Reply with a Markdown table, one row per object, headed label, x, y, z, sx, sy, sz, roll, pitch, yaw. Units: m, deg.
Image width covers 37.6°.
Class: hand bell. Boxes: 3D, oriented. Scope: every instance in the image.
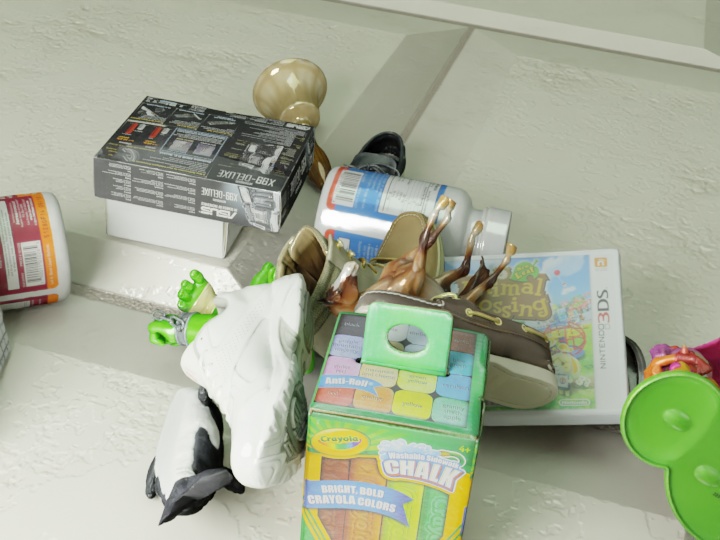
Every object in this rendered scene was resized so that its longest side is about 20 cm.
| label | x | y | z | sx | sy | sz | roll | pitch | yaw |
| --- | --- | --- | --- | --- | --- | --- | --- | --- | --- |
| hand bell | -0.070 | -0.171 | 1.360 | 0.103 | 0.105 | 0.201 | -5 | 47 | -16 |

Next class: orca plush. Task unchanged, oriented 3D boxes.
| label | x | y | z | sx | sy | sz | roll | pitch | yaw |
| --- | --- | --- | --- | --- | --- | --- | --- | --- | --- |
| orca plush | -0.113 | 0.146 | 0.822 | 0.071 | 0.106 | 0.200 | 26 | -7 | -15 |

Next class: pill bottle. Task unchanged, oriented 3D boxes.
| label | x | y | z | sx | sy | sz | roll | pitch | yaw |
| --- | --- | --- | --- | --- | --- | --- | --- | --- | --- |
| pill bottle | -0.386 | -0.010 | 1.013 | 0.198 | 0.111 | 0.110 | -9 | 35 | -22 |
| pill bottle | 0.057 | -0.040 | 1.126 | 0.197 | 0.113 | 0.113 | 12 | 33 | 9 |

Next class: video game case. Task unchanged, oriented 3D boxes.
| label | x | y | z | sx | sy | sz | roll | pitch | yaw |
| --- | --- | --- | --- | --- | --- | --- | --- | --- | --- |
| video game case | 0.143 | 0.059 | 0.975 | 0.197 | 0.022 | 0.184 | -3 | 51 | 13 |

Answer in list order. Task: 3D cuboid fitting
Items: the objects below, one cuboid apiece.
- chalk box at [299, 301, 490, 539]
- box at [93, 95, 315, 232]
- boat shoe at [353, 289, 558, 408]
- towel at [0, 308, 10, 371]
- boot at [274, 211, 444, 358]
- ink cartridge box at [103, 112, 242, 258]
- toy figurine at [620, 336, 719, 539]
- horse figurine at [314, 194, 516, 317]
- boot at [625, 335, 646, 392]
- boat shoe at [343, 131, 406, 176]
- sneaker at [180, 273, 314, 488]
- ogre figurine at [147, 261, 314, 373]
| label | x | y | z | sx | sy | sz | roll | pitch | yaw |
| --- | --- | --- | --- | --- | --- | --- | --- | --- | --- |
| chalk box | 0.028 | 0.117 | 0.792 | 0.123 | 0.202 | 0.124 | 8 | 33 | 7 |
| box | -0.159 | -0.116 | 1.113 | 0.197 | 0.050 | 0.158 | 11 | 34 | 5 |
| boat shoe | 0.079 | 0.056 | 0.878 | 0.198 | 0.072 | 0.060 | 21 | 51 | -22 |
| towel | -0.363 | 0.052 | 0.871 | 0.084 | 0.167 | 0.201 | -3 | 33 | -3 |
| boot | 0.000 | 0.000 | 0.957 | 0.071 | 0.155 | 0.202 | -5 | 54 | 39 |
| ink cartridge box | -0.194 | -0.108 | 1.219 | 0.143 | 0.084 | 0.201 | 11 | 32 | 6 |
| toy figurine | 0.297 | 0.116 | 0.902 | 0.199 | 0.151 | 0.184 | 29 | 19 | -6 |
| horse figurine | 0.063 | 0.009 | 0.920 | 0.050 | 0.133 | 0.199 | 39 | 7 | 35 |
| boot | 0.167 | 0.087 | 1.002 | 0.172 | 0.070 | 0.201 | -8 | 38 | -5 |
| boat shoe | 0.011 | -0.108 | 1.273 | 0.074 | 0.063 | 0.200 | 15 | 35 | 11 |
| sneaker | -0.087 | 0.084 | 0.787 | 0.098 | 0.079 | 0.201 | -5 | 35 | 5 |
| ogre figurine | -0.087 | 0.041 | 0.999 | 0.119 | 0.099 | 0.199 | 15 | 2 | 39 |
